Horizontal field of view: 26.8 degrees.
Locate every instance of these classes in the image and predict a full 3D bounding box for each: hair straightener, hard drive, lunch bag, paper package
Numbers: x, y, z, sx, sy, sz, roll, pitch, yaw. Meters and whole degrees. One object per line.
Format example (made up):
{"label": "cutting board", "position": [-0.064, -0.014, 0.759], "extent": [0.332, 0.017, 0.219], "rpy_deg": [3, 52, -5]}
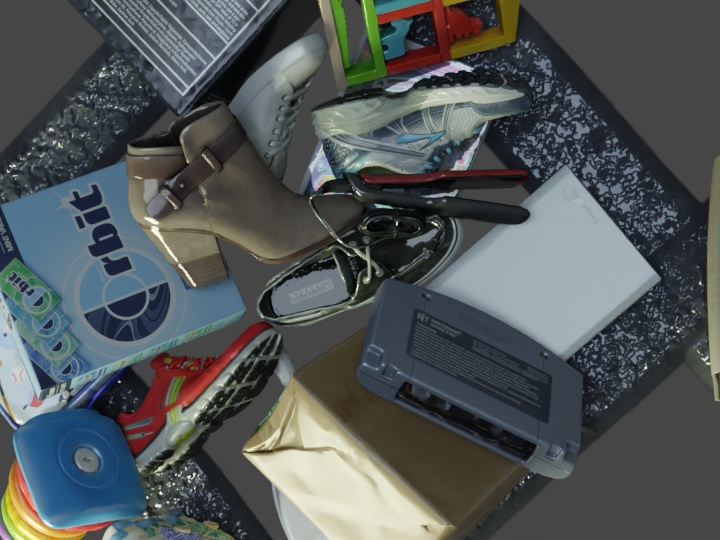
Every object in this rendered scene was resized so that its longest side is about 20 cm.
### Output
{"label": "hair straightener", "position": [0.053, -0.050, 1.306], "extent": [0.197, 0.041, 0.078], "rpy_deg": [1, 74, -14]}
{"label": "hard drive", "position": [0.151, 0.022, 1.353], "extent": [0.200, 0.026, 0.132], "rpy_deg": [-41, 82, 10]}
{"label": "lunch bag", "position": [-0.281, 0.054, 1.425], "extent": [0.200, 0.076, 0.160], "rpy_deg": [-43, 84, 8]}
{"label": "paper package", "position": [0.034, 0.144, 1.280], "extent": [0.190, 0.200, 0.104], "rpy_deg": [42, 125, 12]}

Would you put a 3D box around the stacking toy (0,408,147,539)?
{"label": "stacking toy", "position": [-0.296, 0.225, 1.408], "extent": [0.200, 0.115, 0.111], "rpy_deg": [-47, 59, 37]}

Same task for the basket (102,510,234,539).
{"label": "basket", "position": [-0.146, 0.308, 1.341], "extent": [0.200, 0.176, 0.140], "rpy_deg": [39, 101, 19]}

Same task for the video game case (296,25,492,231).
{"label": "video game case", "position": [0.031, -0.106, 1.384], "extent": [0.142, 0.018, 0.202], "rpy_deg": [24, 95, 11]}

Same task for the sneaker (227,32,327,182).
{"label": "sneaker", "position": [-0.078, -0.129, 1.365], "extent": [0.085, 0.073, 0.200], "rpy_deg": [50, 127, 5]}

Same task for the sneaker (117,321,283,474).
{"label": "sneaker", "position": [-0.155, 0.104, 1.386], "extent": [0.200, 0.077, 0.085], "rpy_deg": [-42, 70, 21]}

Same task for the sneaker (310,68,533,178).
{"label": "sneaker", "position": [0.059, -0.125, 1.342], "extent": [0.197, 0.078, 0.087], "rpy_deg": [-9, 106, 15]}

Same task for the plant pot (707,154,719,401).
{"label": "plant pot", "position": [0.371, -0.007, 1.228], "extent": [0.197, 0.200, 0.179], "rpy_deg": [-10, 77, 12]}

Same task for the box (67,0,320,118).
{"label": "box", "position": [-0.145, -0.270, 1.369], "extent": [0.198, 0.123, 0.200], "rpy_deg": [-45, 82, 9]}

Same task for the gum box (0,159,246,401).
{"label": "gum box", "position": [-0.226, -0.001, 1.352], "extent": [0.198, 0.045, 0.171], "rpy_deg": [-21, 79, -19]}

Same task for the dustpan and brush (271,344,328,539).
{"label": "dustpan and brush", "position": [-0.040, 0.146, 1.387], "extent": [0.139, 0.057, 0.202], "rpy_deg": [-29, 90, -1]}

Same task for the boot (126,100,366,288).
{"label": "boot", "position": [-0.103, -0.077, 1.318], "extent": [0.198, 0.070, 0.148], "rpy_deg": [-23, 113, -13]}

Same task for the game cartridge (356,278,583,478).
{"label": "game cartridge", "position": [0.095, 0.086, 1.275], "extent": [0.198, 0.134, 0.042], "rpy_deg": [27, 121, -7]}

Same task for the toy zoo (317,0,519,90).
{"label": "toy zoo", "position": [0.062, -0.240, 1.317], "extent": [0.198, 0.021, 0.132], "rpy_deg": [-15, 131, -4]}

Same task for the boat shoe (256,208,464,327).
{"label": "boat shoe", "position": [0.000, 0.000, 1.348], "extent": [0.198, 0.064, 0.071], "rpy_deg": [-27, 84, 11]}
